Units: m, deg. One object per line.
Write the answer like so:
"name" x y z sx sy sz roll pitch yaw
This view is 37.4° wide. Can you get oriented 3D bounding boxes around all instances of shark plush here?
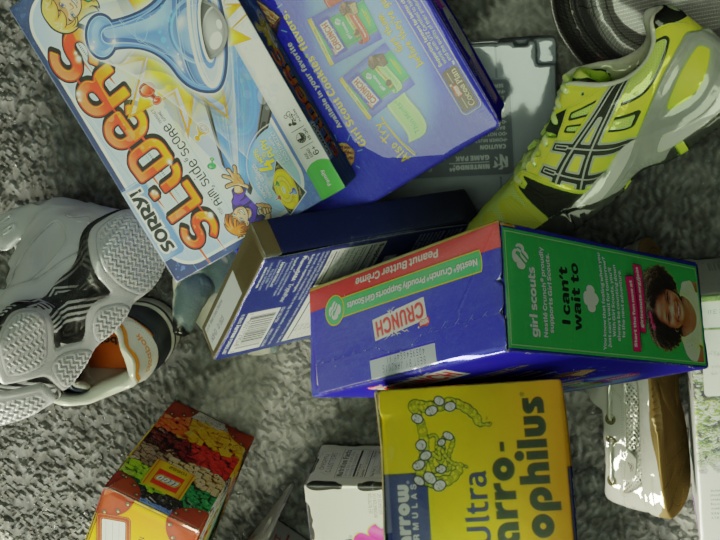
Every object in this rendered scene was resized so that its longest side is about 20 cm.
"shark plush" -0.102 -0.036 0.808 0.082 0.091 0.202 -1 87 -9

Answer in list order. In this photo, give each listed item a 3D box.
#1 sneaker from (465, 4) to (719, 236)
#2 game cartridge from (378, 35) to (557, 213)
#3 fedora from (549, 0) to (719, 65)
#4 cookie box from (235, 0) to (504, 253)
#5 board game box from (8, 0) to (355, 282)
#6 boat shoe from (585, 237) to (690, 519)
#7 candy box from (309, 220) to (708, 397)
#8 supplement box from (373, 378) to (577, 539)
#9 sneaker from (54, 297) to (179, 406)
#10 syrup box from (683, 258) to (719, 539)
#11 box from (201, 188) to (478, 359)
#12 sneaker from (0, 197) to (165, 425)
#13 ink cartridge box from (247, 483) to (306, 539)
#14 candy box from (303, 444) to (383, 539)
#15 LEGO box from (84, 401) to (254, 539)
"sneaker" 0.137 -0.082 0.656 0.200 0.076 0.076 -39 102 23
"game cartridge" 0.041 -0.093 0.757 0.198 0.040 0.135 -1 104 11
"fedora" 0.218 -0.186 0.663 0.198 0.090 0.179 -3 108 11
"cookie box" -0.032 -0.124 0.703 0.199 0.075 0.172 -29 100 18
"board game box" -0.110 -0.111 0.664 0.135 0.034 0.201 -28 100 19
"boat shoe" 0.191 0.078 0.766 0.069 0.071 0.202 -1 97 38
"candy box" 0.093 0.036 0.673 0.168 0.199 0.078 -18 72 46
"supplement box" 0.081 0.134 0.677 0.108 0.200 0.110 -6 78 10
"sneaker" -0.248 0.063 0.840 0.198 0.079 0.079 -9 107 15
"syrup box" 0.272 0.096 0.750 0.078 0.082 0.202 -5 107 14
"box" 0.000 0.000 0.722 0.033 0.198 0.121 64 145 25
"sneaker" -0.237 0.022 0.768 0.114 0.200 0.075 19 146 36
"ink cartridge box" -0.093 0.284 0.862 0.066 0.116 0.201 35 111 -2
"candy box" 0.063 0.228 0.837 0.198 0.072 0.170 -2 107 11
"LEGO box" -0.169 0.228 0.840 0.077 0.149 0.201 24 111 2
